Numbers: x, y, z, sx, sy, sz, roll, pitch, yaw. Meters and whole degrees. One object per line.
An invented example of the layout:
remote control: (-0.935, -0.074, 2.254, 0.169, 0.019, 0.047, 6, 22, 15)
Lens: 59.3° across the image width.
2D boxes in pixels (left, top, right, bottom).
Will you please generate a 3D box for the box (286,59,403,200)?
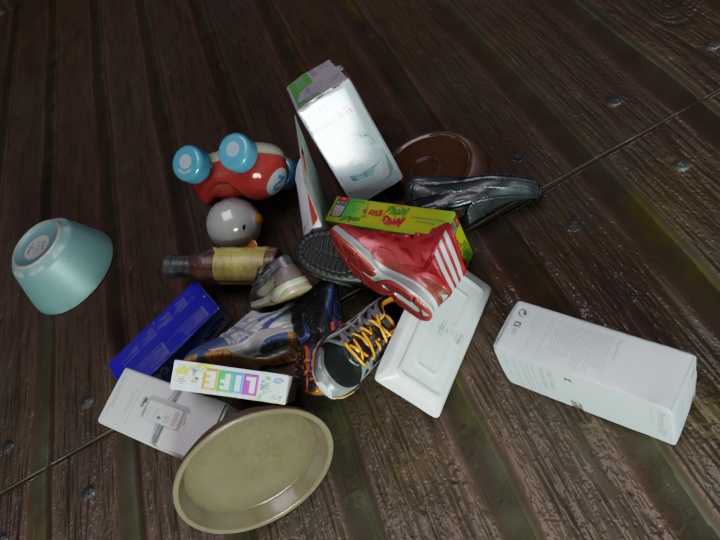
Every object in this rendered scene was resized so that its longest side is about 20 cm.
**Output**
box: (-0.028, -0.226, 1.014, 0.096, 0.177, 0.200, -31, 28, 5)

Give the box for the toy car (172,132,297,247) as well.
toy car: (-0.205, -0.108, 1.098, 0.175, 0.184, 0.202, -9, 83, 21)

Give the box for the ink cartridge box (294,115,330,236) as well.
ink cartridge box: (-0.083, -0.110, 0.982, 0.057, 0.201, 0.164, -18, 50, 8)

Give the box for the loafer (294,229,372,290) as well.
loafer: (0.000, 0.000, 0.916, 0.198, 0.071, 0.074, 15, 68, 7)

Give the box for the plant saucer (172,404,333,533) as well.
plant saucer: (-0.128, 0.237, 0.763, 0.200, 0.200, 0.029, -38, 41, -2)

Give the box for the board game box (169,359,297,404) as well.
board game box: (-0.153, 0.144, 0.816, 0.133, 0.200, 0.035, 8, 80, -1)

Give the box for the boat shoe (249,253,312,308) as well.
boat shoe: (-0.126, 0.016, 0.942, 0.071, 0.200, 0.065, -17, 89, -21)

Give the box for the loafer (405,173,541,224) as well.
loafer: (0.165, -0.103, 0.930, 0.198, 0.068, 0.071, -1, 86, 5)

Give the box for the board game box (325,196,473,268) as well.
board game box: (0.056, -0.050, 0.934, 0.199, 0.102, 0.048, 11, 64, 33)

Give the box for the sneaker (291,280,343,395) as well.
sneaker: (-0.050, 0.097, 0.903, 0.075, 0.078, 0.201, -26, 44, 28)

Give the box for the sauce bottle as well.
sauce bottle: (-0.228, -0.008, 1.048, 0.198, 0.066, 0.067, 1, 57, 9)

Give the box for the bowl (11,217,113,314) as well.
bowl: (-0.607, -0.025, 1.258, 0.199, 0.105, 0.202, -14, 52, 18)

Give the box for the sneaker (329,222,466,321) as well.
sneaker: (0.056, -0.025, 0.833, 0.115, 0.079, 0.200, -41, 57, -15)

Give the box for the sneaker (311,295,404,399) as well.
sneaker: (0.009, 0.087, 0.824, 0.077, 0.078, 0.200, -37, 7, 47)

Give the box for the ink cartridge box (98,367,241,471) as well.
ink cartridge box: (-0.228, 0.215, 0.862, 0.199, 0.147, 0.083, 10, 66, 31)

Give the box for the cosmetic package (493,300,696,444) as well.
cosmetic package: (0.262, 0.113, 0.714, 0.199, 0.102, 0.074, 19, 68, 37)

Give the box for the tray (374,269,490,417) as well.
tray: (0.103, 0.077, 0.822, 0.022, 0.107, 0.201, -20, 39, 62)

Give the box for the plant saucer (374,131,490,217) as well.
plant saucer: (0.110, -0.156, 1.027, 0.199, 0.035, 0.202, -14, 52, 18)

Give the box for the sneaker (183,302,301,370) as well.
sneaker: (-0.173, 0.110, 0.968, 0.198, 0.076, 0.089, -15, 44, 6)

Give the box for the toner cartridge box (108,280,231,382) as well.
toner cartridge box: (-0.315, 0.119, 1.045, 0.200, 0.043, 0.095, -45, 50, -7)
